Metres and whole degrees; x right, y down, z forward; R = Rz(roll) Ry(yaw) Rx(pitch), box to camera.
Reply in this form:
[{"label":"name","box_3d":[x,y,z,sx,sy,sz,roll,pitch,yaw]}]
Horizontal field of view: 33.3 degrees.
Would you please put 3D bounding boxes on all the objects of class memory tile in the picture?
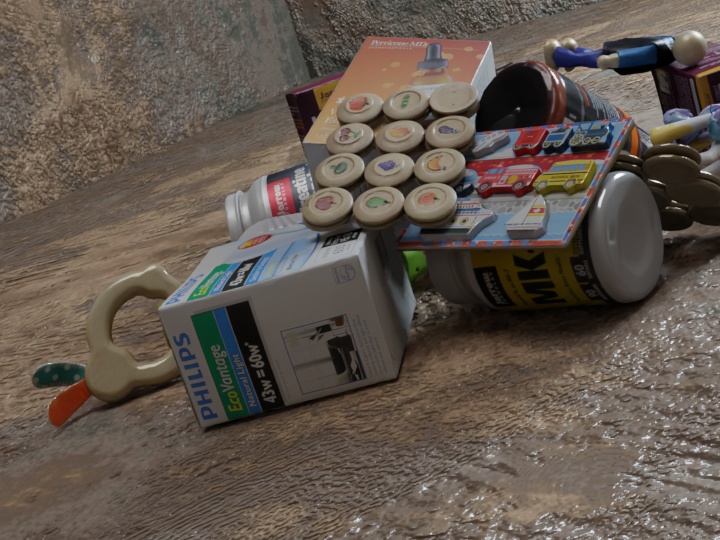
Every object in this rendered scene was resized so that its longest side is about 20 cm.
[{"label":"memory tile","box_3d":[0.032,-0.112,1.154,0.151,0.017,0.201,-1,44,17]},{"label":"memory tile","box_3d":[0.248,-0.071,1.146,0.198,0.017,0.153,-5,-24,41]}]

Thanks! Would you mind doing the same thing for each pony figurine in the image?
[{"label":"pony figurine","box_3d":[0.404,-0.152,1.245,0.199,0.167,0.194,-19,28,39]}]

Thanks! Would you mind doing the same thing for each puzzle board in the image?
[{"label":"puzzle board","box_3d":[0.133,-0.078,1.084,0.199,0.017,0.151,0,47,47]}]

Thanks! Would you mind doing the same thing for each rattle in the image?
[{"label":"rattle","box_3d":[-0.262,0.094,1.337,0.200,0.130,0.143,-50,9,-9]}]

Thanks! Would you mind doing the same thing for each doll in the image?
[{"label":"doll","box_3d":[0.317,-0.256,1.434,0.198,0.049,0.136,6,15,41]}]

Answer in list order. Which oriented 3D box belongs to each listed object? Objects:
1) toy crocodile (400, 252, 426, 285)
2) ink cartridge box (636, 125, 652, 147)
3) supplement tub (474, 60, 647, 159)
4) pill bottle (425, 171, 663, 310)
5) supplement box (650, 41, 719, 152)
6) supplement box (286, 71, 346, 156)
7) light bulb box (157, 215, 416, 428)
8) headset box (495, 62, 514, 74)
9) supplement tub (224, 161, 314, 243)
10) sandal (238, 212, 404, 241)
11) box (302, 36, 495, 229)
[{"label":"toy crocodile","box_3d":[0.000,0.000,1.344,0.067,0.062,0.199,-27,16,-30]},{"label":"ink cartridge box","box_3d":[0.225,-0.135,1.385,0.199,0.044,0.196,-26,52,-32]},{"label":"supplement tub","box_3d":[0.215,-0.132,1.229,0.199,0.108,0.106,18,-15,-41]},{"label":"pill bottle","box_3d":[0.165,-0.022,1.105,0.198,0.116,0.114,-7,19,42]},{"label":"supplement box","box_3d":[0.422,-0.201,1.433,0.085,0.112,0.200,-18,15,2]},{"label":"supplement box","box_3d":[-0.016,-0.163,1.646,0.109,0.202,0.086,-20,12,-8]},{"label":"light bulb box","box_3d":[-0.063,0.037,1.165,0.198,0.126,0.198,-15,15,12]},{"label":"headset box","box_3d":[0.197,-0.158,1.490,0.148,0.076,0.200,-26,51,-27]},{"label":"supplement tub","box_3d":[-0.054,-0.063,1.487,0.198,0.142,0.140,-18,14,6]},{"label":"sandal","box_3d":[-0.032,-0.023,1.297,0.204,0.060,0.080,-10,39,7]},{"label":"box","box_3d":[0.050,-0.149,1.285,0.150,0.107,0.201,6,45,22]}]
